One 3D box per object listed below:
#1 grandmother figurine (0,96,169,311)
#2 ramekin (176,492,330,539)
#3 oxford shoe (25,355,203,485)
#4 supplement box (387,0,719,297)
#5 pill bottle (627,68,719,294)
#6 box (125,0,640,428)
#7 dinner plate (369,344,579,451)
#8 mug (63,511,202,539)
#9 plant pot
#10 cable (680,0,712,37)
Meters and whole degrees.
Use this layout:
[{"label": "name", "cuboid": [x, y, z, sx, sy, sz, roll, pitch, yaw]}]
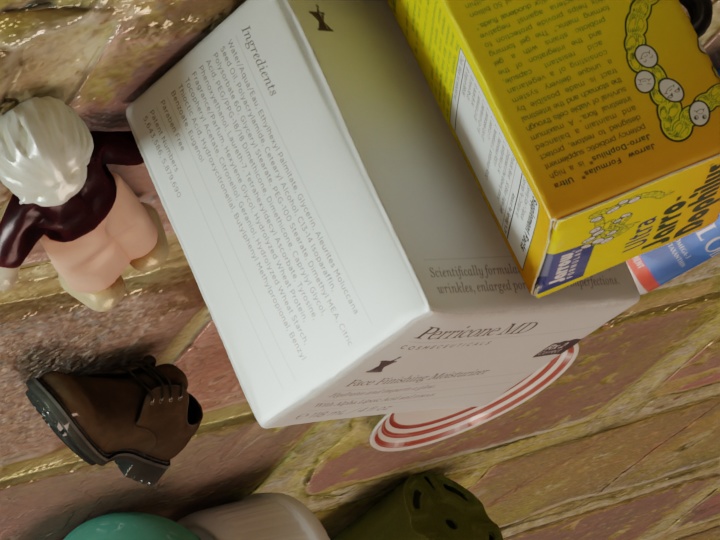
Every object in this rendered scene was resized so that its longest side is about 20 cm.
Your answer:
[{"label": "grandmother figurine", "cuboid": [-0.157, -0.037, 1.278, 0.121, 0.060, 0.200, -51, 163, -13]}, {"label": "ramekin", "cuboid": [-0.107, 0.293, 2.042, 0.094, 0.203, 0.202, 1, 149, -39]}, {"label": "oxford shoe", "cuboid": [-0.165, 0.087, 1.609, 0.084, 0.073, 0.200, -45, 161, 6]}, {"label": "supplement box", "cuboid": [0.096, -0.108, 1.174, 0.109, 0.201, 0.109, -22, 162, -9]}, {"label": "pill bottle", "cuboid": [0.248, -0.076, 1.613, 0.199, 0.113, 0.112, -30, 162, 12]}, {"label": "box", "cuboid": [0.013, -0.035, 1.267, 0.131, 0.201, 0.199, -37, 159, 34]}, {"label": "dinner plate", "cuboid": [0.096, 0.101, 2.046, 0.199, 0.024, 0.200, -24, 162, -8]}, {"label": "mug", "cuboid": [-0.192, 0.283, 1.955, 0.151, 0.115, 0.185, 18, 132, -8]}, {"label": "plant pot", "cuboid": [0.040, 0.302, 2.318, 0.200, 0.200, 0.190, -2, 138, -51]}, {"label": "cable", "cuboid": [0.117, -0.119, 1.405, 0.200, 0.097, 0.050, -41, 170, -23]}]
